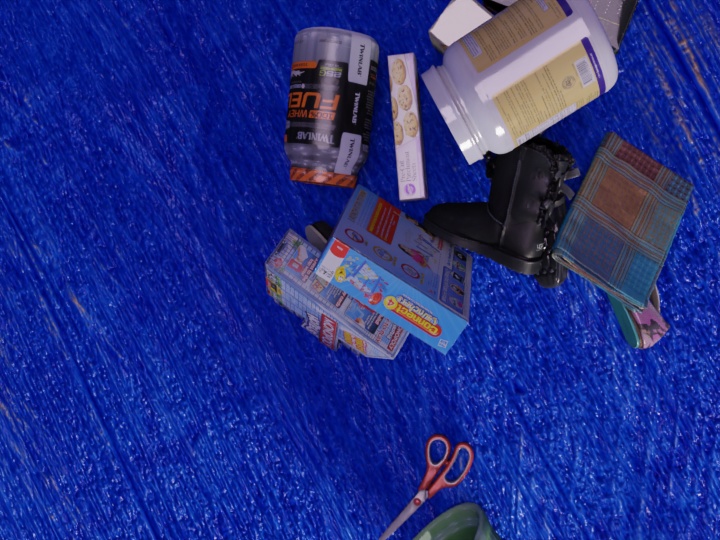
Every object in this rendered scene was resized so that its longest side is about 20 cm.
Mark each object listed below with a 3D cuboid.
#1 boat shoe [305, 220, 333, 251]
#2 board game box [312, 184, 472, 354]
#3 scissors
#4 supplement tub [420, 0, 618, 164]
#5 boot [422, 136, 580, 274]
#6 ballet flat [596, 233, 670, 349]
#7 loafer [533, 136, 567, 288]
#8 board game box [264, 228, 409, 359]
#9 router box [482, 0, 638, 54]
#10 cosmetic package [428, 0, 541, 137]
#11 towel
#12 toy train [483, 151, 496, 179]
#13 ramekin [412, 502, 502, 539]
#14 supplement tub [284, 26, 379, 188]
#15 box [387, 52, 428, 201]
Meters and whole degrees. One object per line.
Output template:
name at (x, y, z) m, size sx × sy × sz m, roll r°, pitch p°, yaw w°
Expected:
boat shoe at (0.000, 0.001, 1.111) m, size 0.063 × 0.074 × 0.201 m, roll -40°, pitch 77°, yaw -20°
board game box at (0.050, -0.009, 1.011) m, size 0.193 × 0.201 × 0.056 m, roll 32°, pitch 115°, yaw -4°
scissors at (0.096, 0.332, 1.133) m, size 0.072 × 0.014 × 0.203 m, roll 27°, pitch 96°, yaw 6°
supplement tub at (0.185, -0.231, 0.919) m, size 0.197 × 0.145 × 0.148 m, roll -30°, pitch 88°, yaw 12°
boot at (0.181, -0.103, 1.023) m, size 0.196 × 0.073 × 0.166 m, roll 27°, pitch 116°, yaw 34°
ballet flat at (0.354, 0.006, 1.049) m, size 0.070 × 0.069 × 0.203 m, roll -29°, pitch 90°, yaw -7°
loafer at (0.254, -0.080, 1.052) m, size 0.067 × 0.069 × 0.206 m, roll -11°, pitch 87°, yaw 51°
board game box at (-0.030, 0.059, 1.047) m, size 0.197 × 0.201 × 0.062 m, roll 32°, pitch 68°, yaw 9°
router box at (0.280, -0.396, 1.037) m, size 0.196 × 0.062 × 0.153 m, roll 24°, pitch 98°, yaw 8°
cosmetic package at (0.189, -0.274, 1.040) m, size 0.199 × 0.103 × 0.073 m, roll 41°, pitch 100°, yaw 7°
towel at (0.344, -0.067, 1.013) m, size 0.145 × 0.022 × 0.203 m, roll 31°, pitch 73°, yaw -3°
toy train at (0.157, -0.190, 1.078) m, size 0.034 × 0.046 × 0.202 m, roll -32°, pitch 87°, yaw 10°
ramekin at (0.122, 0.424, 1.045) m, size 0.200 × 0.200 × 0.098 m, roll -44°, pitch 93°, yaw 10°
supplement tub at (-0.042, -0.221, 1.075) m, size 0.119 × 0.122 × 0.206 m, roll 6°, pitch 94°, yaw 10°
box at (0.067, -0.202, 1.098) m, size 0.040 × 0.039 × 0.206 m, roll -4°, pitch 92°, yaw 11°
